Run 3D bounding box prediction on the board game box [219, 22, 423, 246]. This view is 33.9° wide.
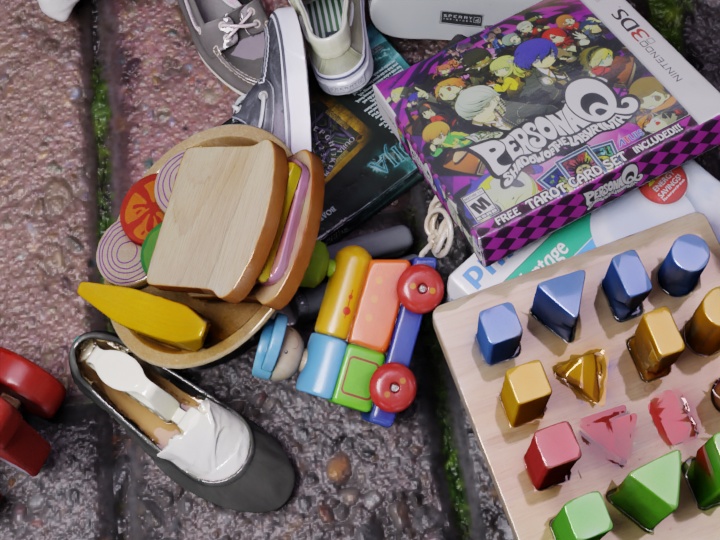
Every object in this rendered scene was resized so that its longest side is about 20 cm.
[{"bbox_3d":[-0.027,-0.099,0.964,0.199,0.028,0.136,-36,72,-14],"label":"board game box"}]

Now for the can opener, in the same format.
[{"bbox_3d":[-0.046,0.016,0.903,0.197,0.067,0.053,-19,74,-17],"label":"can opener"}]

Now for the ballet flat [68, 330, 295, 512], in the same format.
[{"bbox_3d":[-0.136,0.109,0.855,0.198,0.069,0.069,31,75,12],"label":"ballet flat"}]

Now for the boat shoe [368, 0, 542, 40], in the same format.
[{"bbox_3d":[0.106,-0.230,0.995,0.196,0.071,0.064,8,53,-5],"label":"boat shoe"}]

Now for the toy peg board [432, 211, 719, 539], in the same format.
[{"bbox_3d":[0.169,0.070,0.721,0.197,0.098,0.202,-19,71,-4],"label":"toy peg board"}]

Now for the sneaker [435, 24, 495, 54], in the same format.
[{"bbox_3d":[0.154,-0.149,0.958,0.196,0.077,0.113,-2,54,-12],"label":"sneaker"}]

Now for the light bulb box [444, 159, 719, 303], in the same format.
[{"bbox_3d":[0.192,0.028,0.857,0.200,0.125,0.198,42,74,15],"label":"light bulb box"}]

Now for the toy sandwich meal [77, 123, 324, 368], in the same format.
[{"bbox_3d":[-0.117,-0.025,0.833,0.202,0.070,0.209,-13,63,27],"label":"toy sandwich meal"}]

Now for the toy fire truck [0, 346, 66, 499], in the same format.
[{"bbox_3d":[-0.306,0.078,0.815,0.198,0.169,0.113,26,69,11],"label":"toy fire truck"}]

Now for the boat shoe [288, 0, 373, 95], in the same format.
[{"bbox_3d":[-0.028,-0.235,0.984,0.071,0.062,0.202,-16,53,0],"label":"boat shoe"}]

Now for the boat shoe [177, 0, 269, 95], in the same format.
[{"bbox_3d":[-0.123,-0.232,1.005,0.066,0.057,0.202,-27,69,-11],"label":"boat shoe"}]

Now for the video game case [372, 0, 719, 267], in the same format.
[{"bbox_3d":[0.132,-0.114,0.842,0.198,0.036,0.182,-26,49,-4],"label":"video game case"}]

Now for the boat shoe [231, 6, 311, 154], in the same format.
[{"bbox_3d":[-0.072,-0.113,0.920,0.066,0.072,0.204,-3,73,-3],"label":"boat shoe"}]

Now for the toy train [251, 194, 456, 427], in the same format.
[{"bbox_3d":[0.000,0.000,0.851,0.114,0.085,0.203,17,84,-7],"label":"toy train"}]

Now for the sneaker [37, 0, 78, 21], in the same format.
[{"bbox_3d":[-0.227,-0.295,1.027,0.074,0.088,0.201,28,51,14],"label":"sneaker"}]
